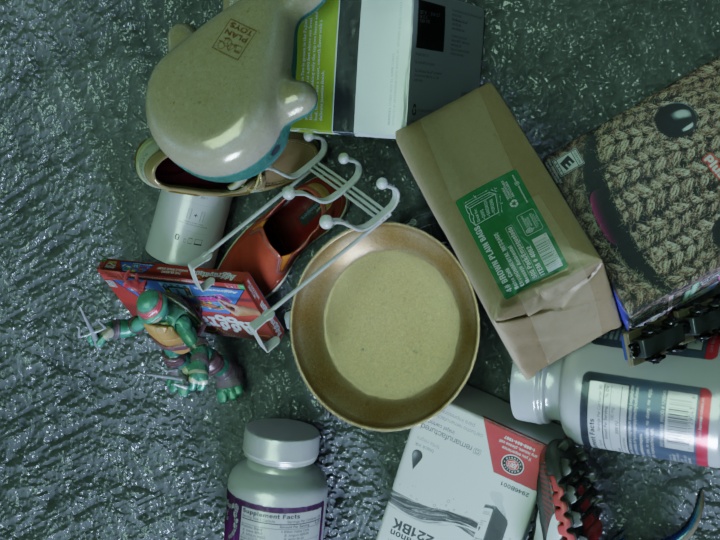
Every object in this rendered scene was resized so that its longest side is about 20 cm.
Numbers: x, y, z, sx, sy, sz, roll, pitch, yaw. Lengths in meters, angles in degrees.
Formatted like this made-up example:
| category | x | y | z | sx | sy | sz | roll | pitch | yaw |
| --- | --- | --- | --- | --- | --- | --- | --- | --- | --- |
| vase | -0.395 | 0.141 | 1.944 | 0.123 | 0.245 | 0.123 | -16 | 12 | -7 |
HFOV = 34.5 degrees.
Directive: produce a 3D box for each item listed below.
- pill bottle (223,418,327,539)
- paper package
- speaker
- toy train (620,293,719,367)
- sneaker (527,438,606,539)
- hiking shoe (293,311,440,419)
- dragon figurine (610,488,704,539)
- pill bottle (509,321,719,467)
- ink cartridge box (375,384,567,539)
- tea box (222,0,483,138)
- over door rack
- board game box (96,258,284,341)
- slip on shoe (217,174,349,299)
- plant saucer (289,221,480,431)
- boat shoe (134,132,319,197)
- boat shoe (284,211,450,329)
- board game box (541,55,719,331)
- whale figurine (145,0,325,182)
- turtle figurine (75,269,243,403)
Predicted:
| category | x | y | z | sx | sy | sz | roll | pitch | yaw |
| --- | --- | --- | --- | --- | --- | --- | --- | --- | --- |
| pill bottle | -0.092 | 0.269 | 1.253 | 0.111 | 0.112 | 0.204 | 8 | 99 | 23 |
| paper package | 0.130 | -0.032 | 1.013 | 0.103 | 0.191 | 0.202 | -29 | 64 | 6 |
| speaker | -0.172 | -0.106 | 1.265 | 0.080 | 0.081 | 0.203 | 22 | 105 | 20 |
| toy train | 0.294 | 0.044 | 1.019 | 0.046 | 0.198 | 0.035 | -3 | 101 | 53 |
| sneaker | 0.184 | 0.258 | 1.087 | 0.097 | 0.070 | 0.204 | -7 | 97 | 38 |
| hiking shoe | 0.032 | 0.091 | 1.211 | 0.198 | 0.076 | 0.102 | -18 | 105 | 27 |
| dragon figurine | 0.260 | 0.294 | 1.128 | 0.098 | 0.059 | 0.203 | 24 | 106 | 19 |
| pill bottle | 0.247 | 0.109 | 1.080 | 0.197 | 0.119 | 0.122 | 7 | 99 | 23 |
| ink cartridge box | 0.108 | 0.233 | 1.175 | 0.143 | 0.084 | 0.203 | 22 | 105 | 19 |
| tea box | -0.005 | -0.199 | 1.115 | 0.194 | 0.199 | 0.136 | 8 | 99 | 24 |
| over door rack | -0.074 | -0.040 | 1.130 | 0.200 | 0.067 | 0.147 | -48 | 44 | -5 |
| board game box | -0.188 | 0.032 | 1.276 | 0.197 | 0.103 | 0.020 | 5 | 55 | 29 |
| slip on shoe | -0.095 | -0.029 | 1.250 | 0.200 | 0.061 | 0.074 | -41 | 81 | 24 |
| plant saucer | 0.026 | 0.054 | 1.136 | 0.197 | 0.035 | 0.204 | -1 | 88 | 22 |
| boat shoe | -0.131 | -0.107 | 1.198 | 0.197 | 0.066 | 0.075 | -8 | 112 | -18 |
| boat shoe | -0.001 | 0.000 | 1.205 | 0.198 | 0.073 | 0.069 | -27 | 77 | 27 |
| board game box | 0.283 | -0.067 | 1.015 | 0.198 | 0.097 | 0.161 | -30 | 74 | 5 |
| whale figurine | -0.098 | -0.171 | 1.011 | 0.158 | 0.104 | 0.202 | 26 | 83 | 20 |
| turtle figurine | -0.205 | 0.077 | 1.240 | 0.148 | 0.200 | 0.101 | 24 | 73 | 31 |
